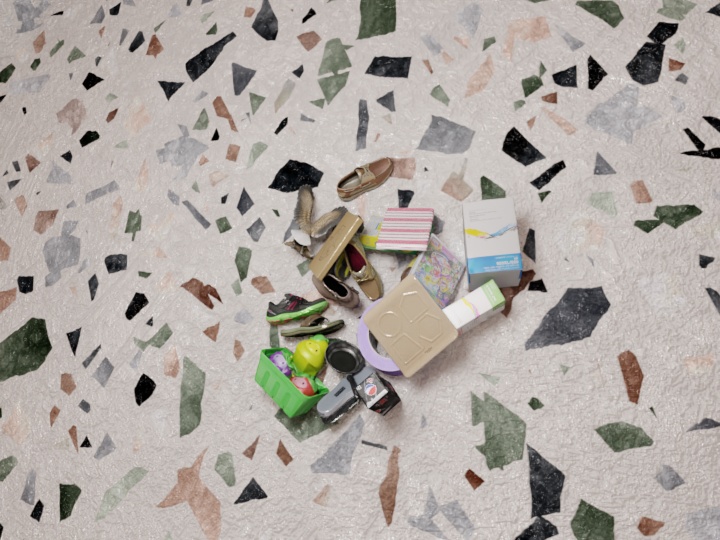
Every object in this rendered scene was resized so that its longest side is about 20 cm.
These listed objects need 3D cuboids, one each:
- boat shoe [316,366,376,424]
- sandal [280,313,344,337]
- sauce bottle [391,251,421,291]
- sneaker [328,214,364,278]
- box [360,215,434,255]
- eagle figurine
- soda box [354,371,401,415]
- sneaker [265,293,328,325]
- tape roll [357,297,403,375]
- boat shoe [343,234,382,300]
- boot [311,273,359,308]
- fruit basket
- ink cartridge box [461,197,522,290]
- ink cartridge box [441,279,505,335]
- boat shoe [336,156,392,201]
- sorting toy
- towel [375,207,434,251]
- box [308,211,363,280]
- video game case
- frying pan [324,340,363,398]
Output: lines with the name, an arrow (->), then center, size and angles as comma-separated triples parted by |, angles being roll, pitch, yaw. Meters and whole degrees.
boat shoe -> -0.030, 0.344, 1.554 | 0.198, 0.070, 0.073 | -39, 39, -29
sandal -> -0.142, 0.156, 1.641 | 0.194, 0.080, 0.059 | -8, 75, 14
sauce bottle -> 0.152, 0.009, 1.574 | 0.064, 0.066, 0.200 | 30, 53, 21
sneaker -> -0.053, -0.078, 1.696 | 0.083, 0.075, 0.205 | 10, 68, 31
box -> 0.108, -0.102, 1.644 | 0.194, 0.050, 0.118 | 7, 37, 19
eagle figurine -> -0.146, -0.146, 1.717 | 0.149, 0.151, 0.204 | 28, 86, 42
soda box -> 0.048, 0.321, 1.472 | 0.070, 0.200, 0.064 | -39, 66, -1
sneaker -> -0.191, 0.103, 1.676 | 0.194, 0.077, 0.087 | -11, 72, 10
tape roll -> 0.092, 0.181, 1.568 | 0.193, 0.085, 0.207 | -5, 71, 14
boat shoe -> 0.000, 0.000, 1.618 | 0.073, 0.066, 0.204 | -26, 99, 19
boot -> -0.080, 0.043, 1.625 | 0.197, 0.146, 0.071 | 29, 82, 22
fruit basket -> -0.171, 0.271, 1.589 | 0.209, 0.155, 0.224 | -2, 86, 26
ink cartridge box -> 0.352, -0.070, 1.539 | 0.140, 0.148, 0.207 | -5, 71, 10
ink cartridge box -> 0.284, 0.114, 1.517 | 0.197, 0.117, 0.068 | -31, 70, 3
boat shoe -> 0.012, -0.285, 1.744 | 0.197, 0.072, 0.077 | -35, 67, 2
sorting toy -> 0.128, 0.143, 1.473 | 0.184, 0.036, 0.202 | -41, 81, 15
towel -> 0.128, -0.114, 1.593 | 0.141, 0.031, 0.202 | 2, 38, 14
box -> -0.073, -0.073, 1.612 | 0.021, 0.163, 0.202 | 36, 91, -17
video game case -> 0.200, 0.023, 1.551 | 0.142, 0.018, 0.203 | 40, 64, -19
frying pan -> -0.024, 0.269, 1.568 | 0.113, 0.031, 0.190 | -17, 51, -36
